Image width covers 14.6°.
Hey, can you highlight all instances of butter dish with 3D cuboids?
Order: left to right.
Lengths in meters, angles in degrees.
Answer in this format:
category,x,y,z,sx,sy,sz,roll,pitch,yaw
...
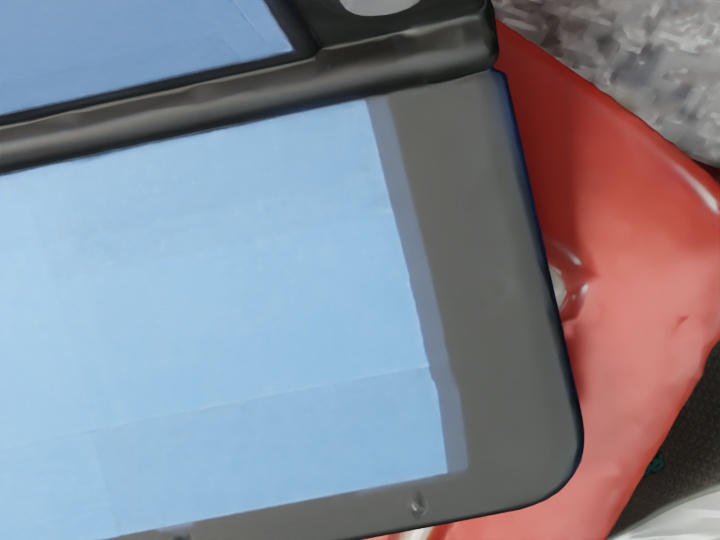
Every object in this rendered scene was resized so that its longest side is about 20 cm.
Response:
category,x,y,z,sx,sy,sz,roll,pitch,yaw
butter dish,0.000,0.000,0.754,0.200,0.148,0.200,34,117,14

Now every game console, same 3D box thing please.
category,x,y,z,sx,sy,sz,roll,pitch,yaw
game console,-0.064,-0.003,0.606,0.199,0.119,0.171,-12,164,7

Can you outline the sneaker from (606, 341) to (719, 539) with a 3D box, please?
category,x,y,z,sx,sy,sz,roll,pitch,yaw
sneaker,0.078,0.081,0.795,0.200,0.071,0.080,-25,132,24

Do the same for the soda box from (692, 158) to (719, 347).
category,x,y,z,sx,sy,sz,roll,pitch,yaw
soda box,0.066,0.055,0.862,0.070,0.064,0.200,18,132,-18
